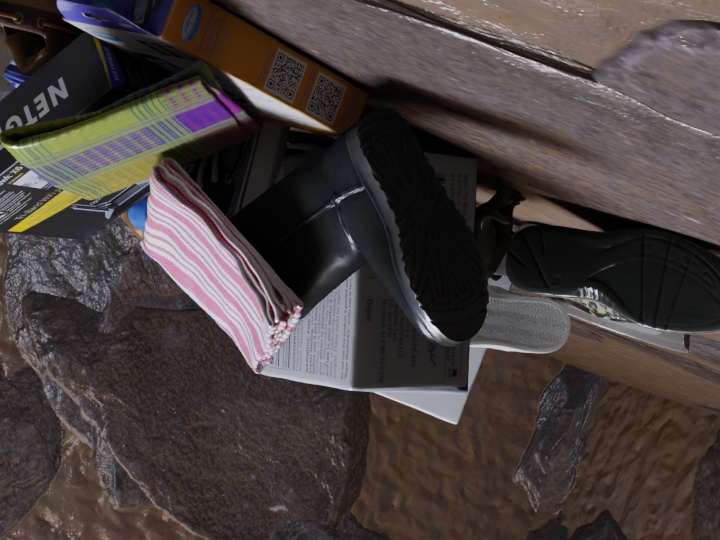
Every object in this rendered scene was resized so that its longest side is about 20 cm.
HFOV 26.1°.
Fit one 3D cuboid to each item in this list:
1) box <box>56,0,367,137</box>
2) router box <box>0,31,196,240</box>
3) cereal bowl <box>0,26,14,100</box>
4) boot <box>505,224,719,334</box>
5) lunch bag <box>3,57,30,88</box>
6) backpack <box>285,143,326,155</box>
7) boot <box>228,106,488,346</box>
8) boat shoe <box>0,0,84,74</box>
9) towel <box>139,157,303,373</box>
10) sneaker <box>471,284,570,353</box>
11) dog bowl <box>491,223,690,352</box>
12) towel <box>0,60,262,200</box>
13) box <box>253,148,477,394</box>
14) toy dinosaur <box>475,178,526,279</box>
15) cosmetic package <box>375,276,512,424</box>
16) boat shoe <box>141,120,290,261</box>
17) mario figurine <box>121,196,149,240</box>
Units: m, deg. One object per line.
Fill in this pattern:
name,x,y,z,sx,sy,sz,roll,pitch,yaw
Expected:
box,-0.103,-0.147,1.038,0.119,0.041,0.200,18,173,46
router box,-0.203,-0.094,1.155,0.200,0.052,0.157,-32,160,29
cereal bowl,-0.278,-0.155,1.428,0.200,0.083,0.200,42,-169,-10
boot,0.236,0.011,1.237,0.204,0.074,0.154,13,180,38
lunch bag,-0.188,-0.146,1.307,0.200,0.082,0.161,25,178,-39
backpack,-0.058,-0.056,1.478,0.127,0.167,0.200,4,-179,-36
boot,-0.009,-0.002,1.076,0.066,0.165,0.200,-14,170,-37
boat shoe,-0.228,-0.174,1.113,0.072,0.072,0.200,20,176,39
towel,-0.111,0.004,1.156,0.146,0.030,0.200,48,162,5
sneaker,0.087,0.040,1.479,0.200,0.074,0.116,14,177,-11
dog bowl,0.221,0.014,1.449,0.200,0.059,0.200,22,178,1
towel,-0.149,-0.091,1.044,0.144,0.023,0.200,-20,173,5
box,0.000,0.000,1.235,0.105,0.184,0.200,3,179,-25
toy dinosaur,0.093,-0.022,1.276,0.077,0.102,0.200,23,178,-23
cosmetic package,0.038,0.026,1.609,0.199,0.200,0.123,22,180,-5
boat shoe,-0.117,-0.070,1.236,0.093,0.200,0.075,19,-145,-1
mario figurine,-0.119,-0.041,1.396,0.200,0.124,0.106,19,-152,41
